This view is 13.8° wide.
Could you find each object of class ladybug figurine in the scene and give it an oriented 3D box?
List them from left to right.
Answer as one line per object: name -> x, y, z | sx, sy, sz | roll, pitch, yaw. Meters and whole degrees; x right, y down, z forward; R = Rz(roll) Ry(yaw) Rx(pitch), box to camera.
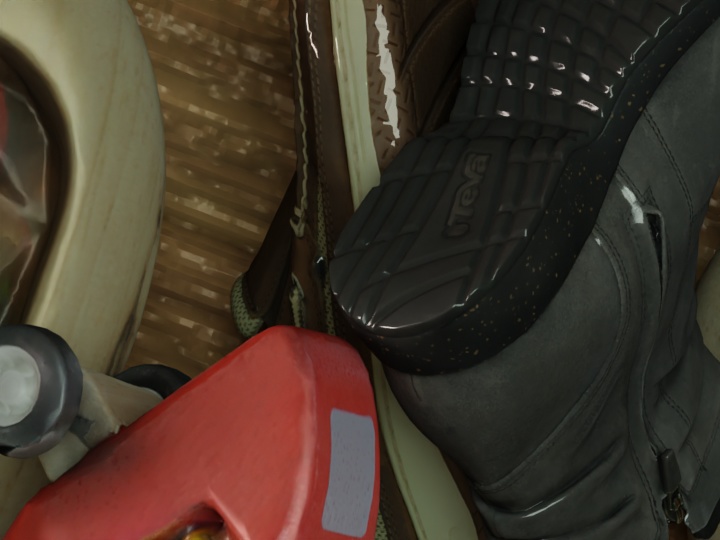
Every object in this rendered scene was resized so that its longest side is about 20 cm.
ladybug figurine -> -0.125, -0.001, 0.764 | 0.136, 0.072, 0.200 | 23, 80, -8

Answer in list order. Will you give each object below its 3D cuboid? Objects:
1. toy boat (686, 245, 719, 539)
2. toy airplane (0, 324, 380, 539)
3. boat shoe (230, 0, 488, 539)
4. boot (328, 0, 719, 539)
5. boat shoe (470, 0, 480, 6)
toy boat -> 0.170, 0.064, 0.812 | 0.131, 0.130, 0.201 | 1, 83, -43
toy airplane -> -0.066, 0.128, 0.688 | 0.141, 0.199, 0.200 | 35, 50, 28
boat shoe -> -0.002, 0.002, 0.774 | 0.075, 0.075, 0.203 | -4, 102, 25
boot -> 0.071, -0.010, 0.758 | 0.200, 0.070, 0.132 | -51, 132, -27
boat shoe -> 0.052, -0.094, 0.817 | 0.200, 0.066, 0.074 | 34, 85, -10
